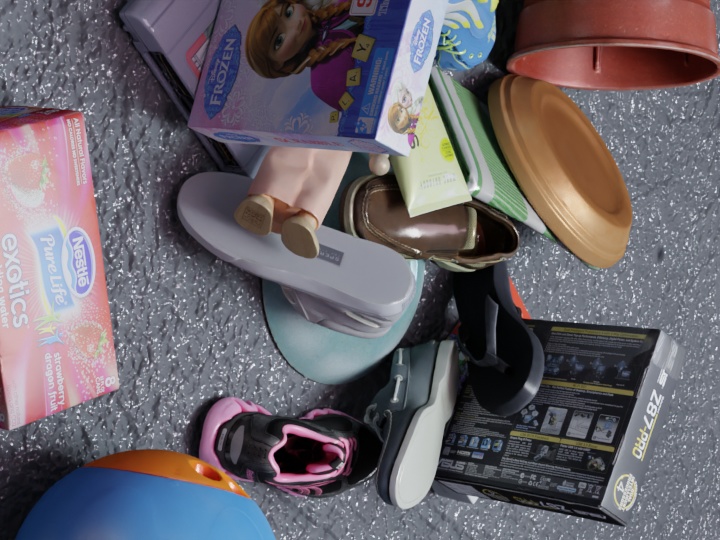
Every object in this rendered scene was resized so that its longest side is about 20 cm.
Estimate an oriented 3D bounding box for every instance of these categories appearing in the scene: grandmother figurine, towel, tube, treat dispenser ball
[{"bbox_3d":[-0.030,-0.111,1.335,0.121,0.061,0.201,31,60,-6],"label":"grandmother figurine"},{"bbox_3d":[0.133,-0.090,1.550,0.199,0.023,0.153,29,32,-46],"label":"towel"},{"bbox_3d":[0.034,-0.145,1.421,0.058,0.052,0.202,-19,85,-2],"label":"tube"},{"bbox_3d":[-0.153,0.228,1.225,0.200,0.200,0.203,-9,103,-46],"label":"treat dispenser ball"}]

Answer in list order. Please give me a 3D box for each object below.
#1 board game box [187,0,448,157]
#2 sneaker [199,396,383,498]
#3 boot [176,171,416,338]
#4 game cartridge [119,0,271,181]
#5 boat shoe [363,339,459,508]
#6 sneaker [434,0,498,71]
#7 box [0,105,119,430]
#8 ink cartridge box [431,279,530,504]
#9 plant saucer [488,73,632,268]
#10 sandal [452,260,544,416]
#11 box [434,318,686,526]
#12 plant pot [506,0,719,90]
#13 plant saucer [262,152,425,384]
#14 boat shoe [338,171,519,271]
[{"bbox_3d":[-0.024,-0.188,1.250,0.041,0.198,0.202,22,79,-45],"label":"board game box"},{"bbox_3d":[-0.037,0.153,1.416,0.199,0.095,0.080,10,87,-49],"label":"sneaker"},{"bbox_3d":[-0.057,-0.003,1.363,0.199,0.096,0.074,26,62,0],"label":"boot"},{"bbox_3d":[-0.095,-0.169,1.347,0.134,0.041,0.201,-58,132,-29],"label":"game cartridge"},{"bbox_3d":[0.037,0.129,1.466,0.201,0.061,0.073,-65,152,-52],"label":"boat shoe"},{"bbox_3d":[0.082,-0.215,1.471,0.200,0.075,0.106,-38,130,-60],"label":"sneaker"},{"bbox_3d":[-0.240,-0.005,1.172,0.099,0.095,0.202,-19,110,-44],"label":"box"},{"bbox_3d":[0.118,0.104,1.605,0.200,0.050,0.109,-51,128,-28],"label":"ink cartridge box"},{"bbox_3d":[0.190,-0.098,1.580,0.200,0.037,0.201,42,30,-31],"label":"plant saucer"},{"bbox_3d":[0.108,0.052,1.516,0.043,0.201,0.076,26,119,-30],"label":"sandal"},{"bbox_3d":[0.166,0.124,1.479,0.049,0.199,0.162,34,69,-38],"label":"box"},{"bbox_3d":[0.236,-0.281,1.583,0.200,0.200,0.197,8,83,-47],"label":"plant pot"},{"bbox_3d":[0.000,0.000,1.472,0.200,0.038,0.203,-9,103,-45],"label":"plant saucer"},{"bbox_3d":[0.065,-0.042,1.451,0.202,0.074,0.076,8,83,-53],"label":"boat shoe"}]
